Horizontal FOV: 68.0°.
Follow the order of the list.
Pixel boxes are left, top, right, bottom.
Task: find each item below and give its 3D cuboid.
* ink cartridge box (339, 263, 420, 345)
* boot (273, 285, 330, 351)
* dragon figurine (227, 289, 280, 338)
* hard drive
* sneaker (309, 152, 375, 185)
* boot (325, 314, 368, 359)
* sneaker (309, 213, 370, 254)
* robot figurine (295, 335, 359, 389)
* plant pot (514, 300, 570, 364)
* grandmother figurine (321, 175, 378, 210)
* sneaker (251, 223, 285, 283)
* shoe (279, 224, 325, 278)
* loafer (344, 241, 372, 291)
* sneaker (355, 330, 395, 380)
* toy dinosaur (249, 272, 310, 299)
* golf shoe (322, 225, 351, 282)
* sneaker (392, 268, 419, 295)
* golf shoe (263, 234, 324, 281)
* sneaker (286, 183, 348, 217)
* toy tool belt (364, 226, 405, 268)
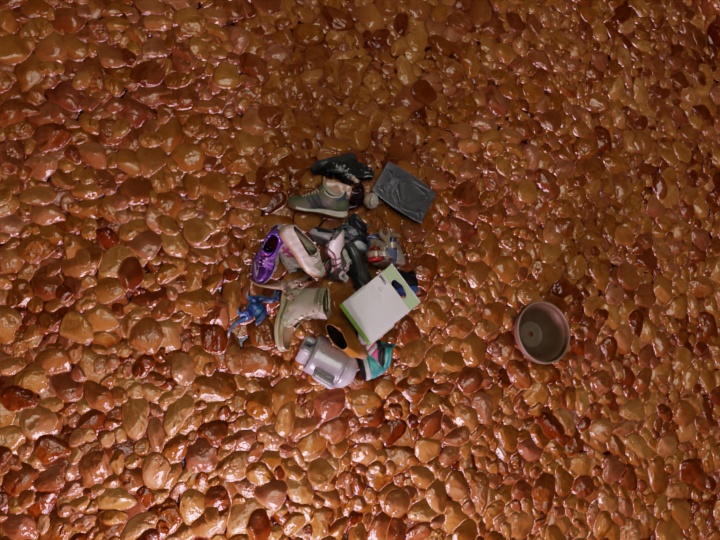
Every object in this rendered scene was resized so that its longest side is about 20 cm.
[{"bbox_3d":[0.057,0.103,1.576,0.199,0.076,0.149,-38,84,-4],"label":"ink cartridge box"},{"bbox_3d":[-0.169,0.142,1.576,0.151,0.072,0.204,2,73,20],"label":"boot"},{"bbox_3d":[-0.311,0.124,1.578,0.098,0.059,0.202,28,67,0],"label":"dragon figurine"},{"bbox_3d":[0.142,-0.257,1.781,0.198,0.042,0.136,32,74,-6],"label":"hard drive"},{"bbox_3d":[-0.058,-0.317,1.733,0.196,0.060,0.106,-20,81,-20],"label":"sneaker"},{"bbox_3d":[-0.065,0.175,1.552,0.071,0.144,0.201,-48,53,1],"label":"boot"},{"bbox_3d":[-0.061,-0.128,1.691,0.196,0.075,0.116,15,72,-14],"label":"sneaker"},{"bbox_3d":[-0.092,0.272,1.580,0.197,0.114,0.171,27,42,-8],"label":"robot figurine"},{"bbox_3d":[0.588,0.208,1.778,0.196,0.093,0.206,3,79,-14],"label":"plant pot"},{"bbox_3d":[-0.032,-0.246,1.718,0.196,0.123,0.061,16,34,-12],"label":"grandmother figurine"},{"bbox_3d":[-0.280,-0.047,1.575,0.080,0.084,0.203,28,114,4],"label":"sneaker"},{"bbox_3d":[-0.158,-0.055,1.555,0.201,0.053,0.071,51,34,-29],"label":"shoe"},{"bbox_3d":[0.000,0.000,1.669,0.062,0.071,0.204,-30,112,-33],"label":"loafer"},{"bbox_3d":[0.045,0.226,1.642,0.118,0.084,0.204,-8,77,-20],"label":"sneaker"},{"bbox_3d":[-0.223,0.045,1.576,0.196,0.101,0.059,-12,110,-14],"label":"toy dinosaur"},{"bbox_3d":[-0.061,-0.048,1.610,0.087,0.202,0.078,24,47,10],"label":"golf shoe"},{"bbox_3d":[0.099,0.037,1.687,0.197,0.070,0.080,2,68,-37],"label":"sneaker"},{"bbox_3d":[-0.213,-0.042,1.633,0.197,0.073,0.094,26,75,-8],"label":"golf shoe"},{"bbox_3d":[-0.129,-0.229,1.663,0.196,0.067,0.092,11,112,4],"label":"sneaker"},{"bbox_3d":[0.066,-0.079,1.651,0.122,0.199,0.126,-10,80,21],"label":"toy tool belt"}]
